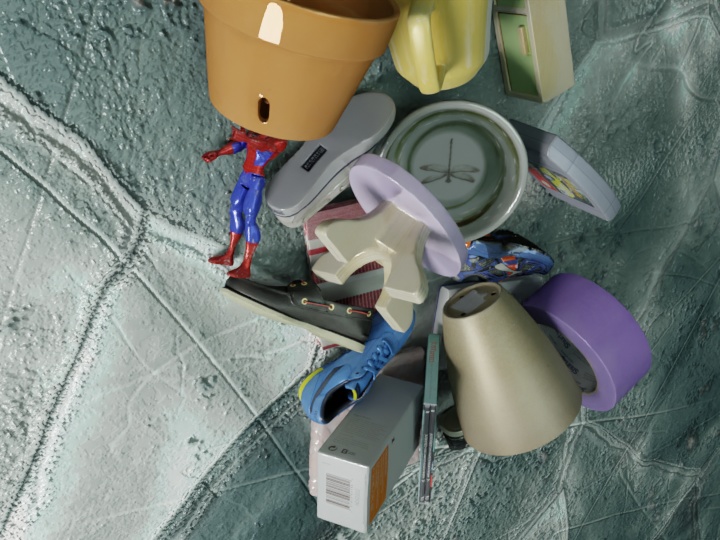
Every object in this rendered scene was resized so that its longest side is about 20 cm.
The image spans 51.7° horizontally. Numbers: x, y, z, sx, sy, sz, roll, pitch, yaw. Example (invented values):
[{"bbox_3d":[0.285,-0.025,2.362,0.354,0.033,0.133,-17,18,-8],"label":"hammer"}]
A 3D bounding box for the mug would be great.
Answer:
[{"bbox_3d":[0.075,-0.286,0.851,0.186,0.148,0.154,-42,138,-29],"label":"mug"}]

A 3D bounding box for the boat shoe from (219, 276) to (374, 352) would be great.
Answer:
[{"bbox_3d":[-0.076,0.042,0.920,0.199,0.074,0.064,21,83,-21],"label":"boat shoe"}]

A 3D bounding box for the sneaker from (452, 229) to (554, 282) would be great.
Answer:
[{"bbox_3d":[0.204,-0.016,1.111,0.198,0.075,0.079,8,114,-29],"label":"sneaker"}]

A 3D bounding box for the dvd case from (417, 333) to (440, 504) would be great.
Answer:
[{"bbox_3d":[0.100,0.215,1.077,0.022,0.147,0.202,4,126,5],"label":"dvd case"}]

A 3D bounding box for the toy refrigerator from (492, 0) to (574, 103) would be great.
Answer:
[{"bbox_3d":[0.220,-0.328,0.974,0.070,0.076,0.202,-31,125,-20],"label":"toy refrigerator"}]

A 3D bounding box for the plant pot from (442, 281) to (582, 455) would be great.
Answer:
[{"bbox_3d":[0.196,0.126,1.071,0.186,0.187,0.202,-34,112,-18],"label":"plant pot"}]

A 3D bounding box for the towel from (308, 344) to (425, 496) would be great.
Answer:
[{"bbox_3d":[0.009,0.216,1.089,0.189,0.032,0.203,-10,113,-31],"label":"towel"}]

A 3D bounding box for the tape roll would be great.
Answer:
[{"bbox_3d":[0.333,0.109,1.130,0.085,0.199,0.201,-37,126,-16],"label":"tape roll"}]

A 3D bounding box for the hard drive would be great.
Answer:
[{"bbox_3d":[0.197,0.079,1.166,0.198,0.025,0.134,-6,113,-33],"label":"hard drive"}]

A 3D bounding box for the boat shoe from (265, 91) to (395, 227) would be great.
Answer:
[{"bbox_3d":[-0.030,-0.130,0.899,0.200,0.071,0.070,-49,156,-12],"label":"boat shoe"}]

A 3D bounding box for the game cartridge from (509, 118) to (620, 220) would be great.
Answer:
[{"bbox_3d":[0.288,-0.141,1.066,0.199,0.133,0.041,32,90,-39],"label":"game cartridge"}]

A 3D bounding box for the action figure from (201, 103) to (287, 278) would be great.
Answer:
[{"bbox_3d":[-0.141,-0.097,0.825,0.098,0.065,0.202,6,106,-49],"label":"action figure"}]

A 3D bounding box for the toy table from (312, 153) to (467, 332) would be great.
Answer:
[{"bbox_3d":[0.034,-0.025,0.872,0.200,0.183,0.118,45,69,-25],"label":"toy table"}]

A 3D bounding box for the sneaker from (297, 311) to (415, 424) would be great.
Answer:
[{"bbox_3d":[0.008,0.126,0.980,0.200,0.078,0.066,-42,120,-10],"label":"sneaker"}]

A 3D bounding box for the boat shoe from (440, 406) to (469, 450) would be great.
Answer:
[{"bbox_3d":[0.221,0.238,1.221,0.198,0.074,0.067,-25,124,-24],"label":"boat shoe"}]

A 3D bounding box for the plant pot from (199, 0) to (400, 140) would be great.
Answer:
[{"bbox_3d":[-0.073,-0.225,0.752,0.198,0.200,0.141,-5,129,-33],"label":"plant pot"}]

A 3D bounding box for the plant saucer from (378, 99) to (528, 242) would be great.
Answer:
[{"bbox_3d":[0.117,-0.132,0.972,0.197,0.050,0.202,0,123,0],"label":"plant saucer"}]

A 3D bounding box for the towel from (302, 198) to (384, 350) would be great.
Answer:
[{"bbox_3d":[0.000,0.000,0.980,0.142,0.023,0.202,-13,118,-17],"label":"towel"}]

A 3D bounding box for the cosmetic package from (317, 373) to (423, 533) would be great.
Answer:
[{"bbox_3d":[0.017,0.232,0.973,0.200,0.070,0.103,-43,139,-58],"label":"cosmetic package"}]
